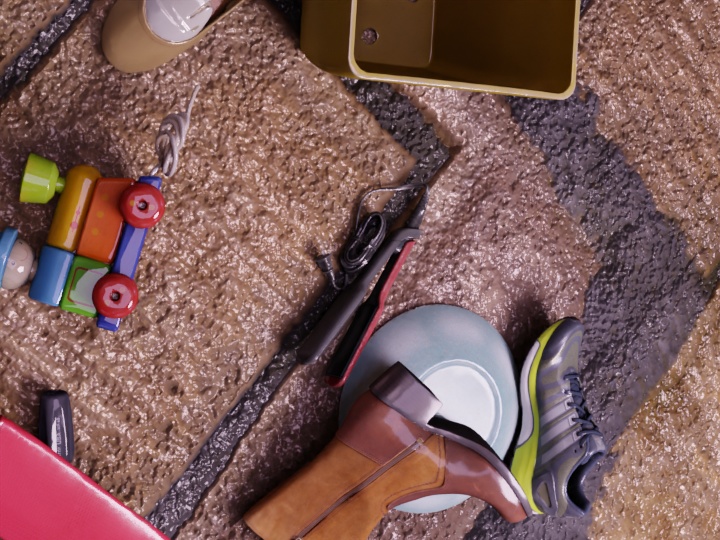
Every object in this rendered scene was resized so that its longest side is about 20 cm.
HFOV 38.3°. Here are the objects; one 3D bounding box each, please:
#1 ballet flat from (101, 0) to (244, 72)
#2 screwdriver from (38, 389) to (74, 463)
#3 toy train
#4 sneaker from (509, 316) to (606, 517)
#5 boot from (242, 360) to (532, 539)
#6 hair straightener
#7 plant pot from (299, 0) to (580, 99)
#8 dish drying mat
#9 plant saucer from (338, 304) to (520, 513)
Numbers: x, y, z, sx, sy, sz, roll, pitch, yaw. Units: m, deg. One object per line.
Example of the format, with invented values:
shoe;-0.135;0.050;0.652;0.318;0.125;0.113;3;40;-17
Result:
ballet flat;-0.122;-0.231;0.826;0.200;0.063;0.069;-43;111;-16
screwdriver;-0.240;0.193;0.836;0.029;0.028;0.201;-20;112;-53
toy train;-0.207;-0.064;0.798;0.115;0.085;0.201;16;88;-13
sneaker;0.200;0.144;1.001;0.074;0.081;0.201;-3;100;-51
boot;0.028;0.211;0.908;0.188;0.068;0.200;42;91;-16
hair straightener;0.000;0.000;0.920;0.077;0.041;0.201;36;79;-24
plant pot;0.046;-0.243;0.845;0.199;0.176;0.201;1;94;-27
dish drying mat;-0.232;0.197;0.818;0.077;0.018;0.200;-47;119;-7
plant saucer;0.077;0.134;0.972;0.200;0.039;0.202;-3;97;-25
